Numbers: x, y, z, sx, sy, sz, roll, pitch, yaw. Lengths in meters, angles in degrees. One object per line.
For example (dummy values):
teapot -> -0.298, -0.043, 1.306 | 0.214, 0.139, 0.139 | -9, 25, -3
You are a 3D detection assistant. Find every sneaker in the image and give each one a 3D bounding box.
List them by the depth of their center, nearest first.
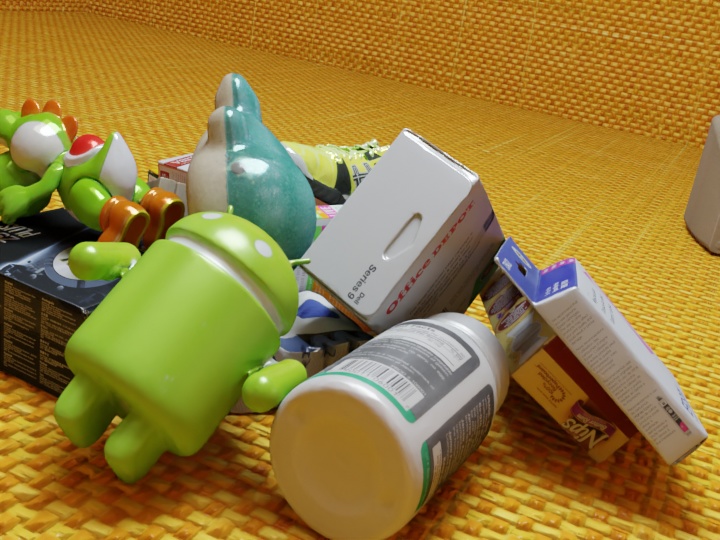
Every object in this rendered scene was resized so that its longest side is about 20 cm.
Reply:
sneaker -> -0.070, 0.065, 0.775 | 0.197, 0.082, 0.115 | 10, 14, -20
sneaker -> -0.009, -0.099, 0.894 | 0.198, 0.077, 0.075 | 16, 13, -45

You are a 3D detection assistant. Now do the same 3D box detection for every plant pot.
plant pot -> 0.647, -0.113, 1.456 | 0.197, 0.202, 0.177 | 14, 30, 14

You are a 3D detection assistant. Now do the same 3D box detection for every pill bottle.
pill bottle -> 0.032, 0.101, 0.648 | 0.112, 0.115, 0.199 | 18, 20, 25

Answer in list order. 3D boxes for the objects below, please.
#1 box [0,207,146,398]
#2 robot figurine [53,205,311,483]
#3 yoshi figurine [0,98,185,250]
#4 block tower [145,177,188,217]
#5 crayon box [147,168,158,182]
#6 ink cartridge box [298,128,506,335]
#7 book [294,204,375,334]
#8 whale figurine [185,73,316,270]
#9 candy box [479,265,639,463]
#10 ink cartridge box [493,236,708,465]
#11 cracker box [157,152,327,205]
box -> -0.250, 0.022, 0.779 | 0.198, 0.087, 0.163 | 19, 22, 26
robot figurine -> -0.122, 0.045, 0.624 | 0.174, 0.116, 0.201 | 33, 66, 11
yoshi figurine -> -0.258, -0.065, 0.788 | 0.199, 0.113, 0.112 | 33, 67, 20
block tower -> -0.225, -0.053, 0.941 | 0.053, 0.059, 0.199 | 14, -8, -31
crayon box -> -0.156, -0.081, 1.163 | 0.171, 0.059, 0.199 | -5, 24, -39
ink cartridge box -> 0.047, -0.012, 0.787 | 0.084, 0.147, 0.200 | 37, -3, 23
book -> 0.000, 0.000, 0.885 | 0.198, 0.135, 0.048 | -5, 31, -37
whale figurine -> -0.089, -0.078, 0.767 | 0.102, 0.160, 0.202 | -3, 51, 0
candy box -> 0.172, 0.070, 0.809 | 0.117, 0.056, 0.200 | 45, 12, -16
ink cartridge box -> 0.195, 0.045, 0.744 | 0.201, 0.043, 0.196 | 51, 14, 2
cracker box -> -0.116, -0.090, 1.016 | 0.198, 0.059, 0.133 | 18, 27, 34
